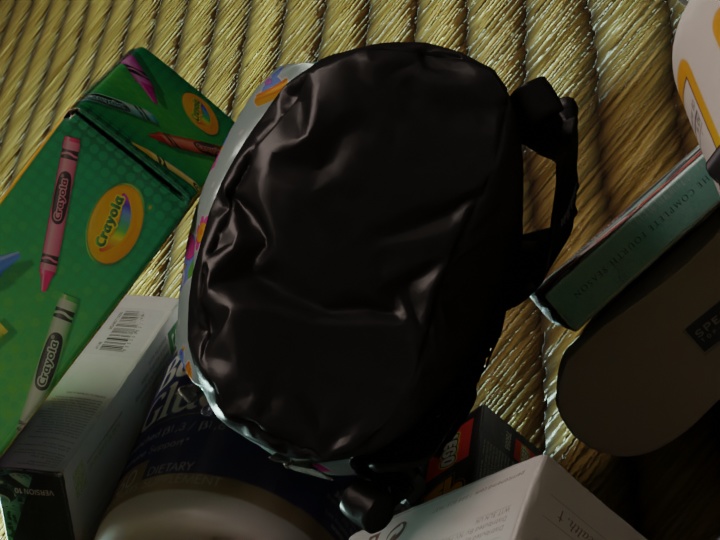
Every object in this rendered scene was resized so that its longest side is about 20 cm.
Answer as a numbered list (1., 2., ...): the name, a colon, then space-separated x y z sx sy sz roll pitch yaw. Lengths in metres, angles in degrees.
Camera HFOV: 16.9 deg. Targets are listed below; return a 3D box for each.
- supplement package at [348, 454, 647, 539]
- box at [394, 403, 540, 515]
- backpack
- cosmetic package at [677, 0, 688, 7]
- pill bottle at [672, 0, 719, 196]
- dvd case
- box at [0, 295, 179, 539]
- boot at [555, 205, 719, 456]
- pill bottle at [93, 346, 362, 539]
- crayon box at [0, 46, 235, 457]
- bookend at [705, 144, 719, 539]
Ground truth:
1. supplement package: 0.036 0.183 0.792 0.117 0.117 0.201 -28 30 47
2. box: 0.008 0.162 1.005 0.137 0.040 0.200 -38 23 30
3. backpack: 0.000 0.000 0.903 0.168 0.126 0.200 -62 -6 -5
4. cosmetic package: 0.177 -0.245 1.155 0.166 0.167 0.200 -46 19 28
5. pill bottle: 0.169 -0.050 0.803 0.113 0.112 0.201 -38 54 31
6. dvd case: 0.129 -0.031 0.977 0.146 0.022 0.200 -42 -1 1
7. box: -0.105 0.132 1.074 0.036 0.201 0.144 2 29 18
8. boot: 0.160 -0.009 0.937 0.199 0.073 0.090 -34 8 19
9. pill bottle: -0.035 0.068 1.041 0.111 0.111 0.201 -34 25 39
10. crayon box: -0.133 0.016 0.943 0.200 0.058 0.119 -51 5 16
11. bookend: 0.150 0.031 0.650 0.199 0.092 0.201 -54 48 35
